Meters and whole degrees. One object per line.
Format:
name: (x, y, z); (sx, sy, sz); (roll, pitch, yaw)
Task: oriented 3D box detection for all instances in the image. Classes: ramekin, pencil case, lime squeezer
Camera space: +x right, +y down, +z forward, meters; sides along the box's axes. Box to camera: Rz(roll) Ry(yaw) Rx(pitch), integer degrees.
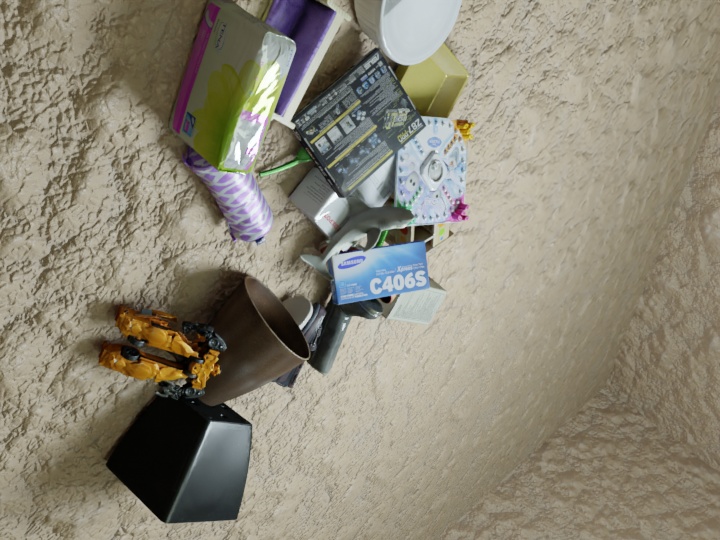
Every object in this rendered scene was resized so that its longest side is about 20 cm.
ramekin: (0.075, -0.457, 1.154); (0.200, 0.094, 0.206); (-31, 141, -29)
pencil case: (-0.207, -0.131, 1.120); (0.083, 0.085, 0.202); (-23, 140, -1)
lime squeezer: (-0.091, -0.221, 1.214); (0.201, 0.038, 0.071); (-51, 146, -3)

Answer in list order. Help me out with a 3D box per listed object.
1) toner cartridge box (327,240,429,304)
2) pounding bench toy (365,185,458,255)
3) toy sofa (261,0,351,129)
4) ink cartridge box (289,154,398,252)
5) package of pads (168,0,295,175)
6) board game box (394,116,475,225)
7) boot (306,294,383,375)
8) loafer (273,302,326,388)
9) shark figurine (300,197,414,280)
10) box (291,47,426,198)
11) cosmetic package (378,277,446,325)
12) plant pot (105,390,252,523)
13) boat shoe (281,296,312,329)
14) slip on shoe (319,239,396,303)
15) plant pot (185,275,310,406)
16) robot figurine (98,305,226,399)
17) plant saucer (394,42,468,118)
toner cartridge box: (0.037, 0.003, 1.376); (0.194, 0.043, 0.098); (-10, 95, -16)
pounding bench toy: (0.092, -0.115, 1.452); (0.198, 0.124, 0.159); (-32, 141, -28)
toy sofa: (-0.109, -0.329, 1.055); (0.097, 0.082, 0.203); (16, 108, -55)
ink cartridge box: (-0.020, -0.160, 1.311); (0.202, 0.083, 0.145); (-51, 147, -3)
package of pads: (-0.181, -0.253, 0.970); (0.067, 0.154, 0.204); (1, 120, -49)
board game box: (0.147, -0.191, 1.353); (0.196, 0.026, 0.207); (-7, 103, -41)
boot: (-0.043, 0.128, 1.471); (0.071, 0.182, 0.204); (25, 99, -31)
loafer: (-0.123, 0.160, 1.471); (0.062, 0.072, 0.202); (30, 105, -17)
shark figurine: (-0.018, -0.081, 1.265); (0.211, 0.129, 0.091); (-30, 118, -2)
box: (-0.004, -0.251, 1.196); (0.199, 0.049, 0.162); (-42, 106, -10)
cosmetic package: (0.110, 0.058, 1.660); (0.198, 0.087, 0.105); (15, 110, -55)
plant pot: (-0.319, 0.334, 1.309); (0.199, 0.196, 0.182); (25, 90, -55)
boat shoe: (-0.171, 0.142, 1.420); (0.199, 0.075, 0.093); (-39, 152, -9)
slip on shoe: (0.000, 0.000, 1.418); (0.074, 0.197, 0.062); (-33, -150, 49)
plant pot: (-0.223, 0.148, 1.281); (0.199, 0.189, 0.187); (-39, 147, 7)
robot figurine: (-0.323, 0.134, 1.162); (0.196, 0.058, 0.148); (23, 104, -29)
plant saucer: (0.109, -0.334, 1.337); (0.199, 0.048, 0.204); (21, 100, -58)
